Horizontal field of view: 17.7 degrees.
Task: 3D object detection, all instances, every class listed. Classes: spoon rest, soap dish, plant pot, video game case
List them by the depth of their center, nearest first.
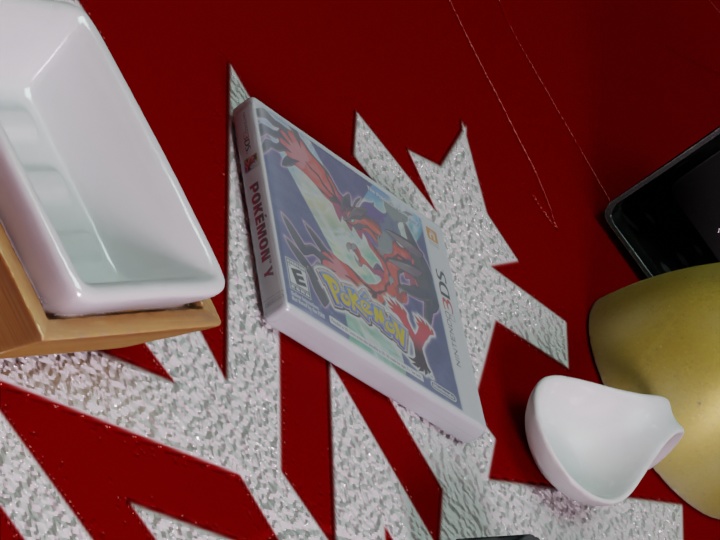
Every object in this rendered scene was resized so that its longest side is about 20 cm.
[{"bbox_3d":[-0.170,-0.046,1.194,0.157,0.081,0.200,-4,63,-61],"label":"soap dish"},{"bbox_3d":[0.000,0.000,1.505,0.200,0.023,0.183,33,34,-39],"label":"video game case"},{"bbox_3d":[0.176,0.116,1.632,0.200,0.061,0.100,0,59,-61],"label":"spoon rest"},{"bbox_3d":[0.293,0.071,1.794,0.200,0.142,0.200,40,30,-29],"label":"plant pot"},{"bbox_3d":[0.347,-0.043,1.989,0.200,0.199,0.177,53,14,-5],"label":"plant pot"}]

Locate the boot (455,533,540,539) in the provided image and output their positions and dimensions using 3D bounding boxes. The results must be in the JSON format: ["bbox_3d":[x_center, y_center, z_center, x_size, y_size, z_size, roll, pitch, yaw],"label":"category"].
[{"bbox_3d":[0.126,0.257,1.382,0.165,0.066,0.200,21,37,-53],"label":"boot"}]
